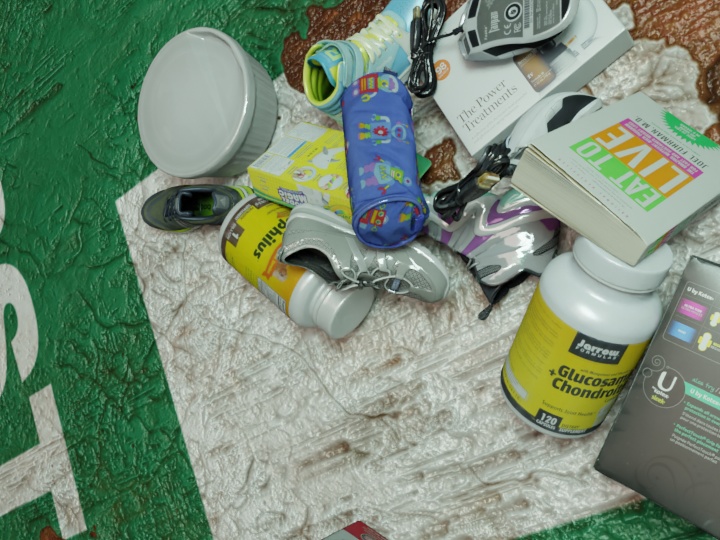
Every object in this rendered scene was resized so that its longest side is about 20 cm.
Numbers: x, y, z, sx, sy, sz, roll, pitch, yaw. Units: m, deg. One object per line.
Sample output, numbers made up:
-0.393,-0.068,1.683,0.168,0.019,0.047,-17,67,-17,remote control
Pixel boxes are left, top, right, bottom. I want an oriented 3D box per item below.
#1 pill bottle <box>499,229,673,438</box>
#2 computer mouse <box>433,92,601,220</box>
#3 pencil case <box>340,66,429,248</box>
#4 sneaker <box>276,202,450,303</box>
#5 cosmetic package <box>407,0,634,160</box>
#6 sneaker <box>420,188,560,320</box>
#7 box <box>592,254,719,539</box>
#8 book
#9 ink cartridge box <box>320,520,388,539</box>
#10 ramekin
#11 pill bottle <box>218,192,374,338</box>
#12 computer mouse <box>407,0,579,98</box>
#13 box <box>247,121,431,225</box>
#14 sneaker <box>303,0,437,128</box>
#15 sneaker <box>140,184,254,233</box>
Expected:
0.210,0.054,0.663,0.112,0.112,0.201,35,133,27,pill bottle
0.160,-0.127,0.703,0.044,0.199,0.110,51,154,7,computer mouse
0.026,-0.122,0.759,0.086,0.078,0.202,-3,57,-2,pencil case
0.000,0.000,0.782,0.198,0.082,0.075,19,142,9,sneaker
0.169,-0.242,0.779,0.200,0.051,0.152,-39,66,24,cosmetic package
0.122,-0.016,0.780,0.198,0.077,0.142,-2,86,31,sneaker
0.313,0.103,0.618,0.124,0.148,0.202,26,100,29,box
0.251,-0.089,0.645,0.134,0.199,0.048,43,141,24,book
-0.009,0.368,0.768,0.145,0.199,0.084,26,100,29,ink cartridge box
-0.203,-0.220,0.974,0.201,0.094,0.205,-2,87,31,ramekin
-0.079,-0.005,0.880,0.200,0.109,0.110,38,106,26,pill bottle
0.139,-0.252,0.746,0.198,0.044,0.111,-2,81,37,computer mouse
-0.023,-0.114,0.852,0.199,0.117,0.049,20,141,31,box
0.009,-0.261,0.827,0.079,0.130,0.201,40,107,28,sneaker
-0.243,-0.094,0.999,0.198,0.081,0.075,-4,85,31,sneaker
